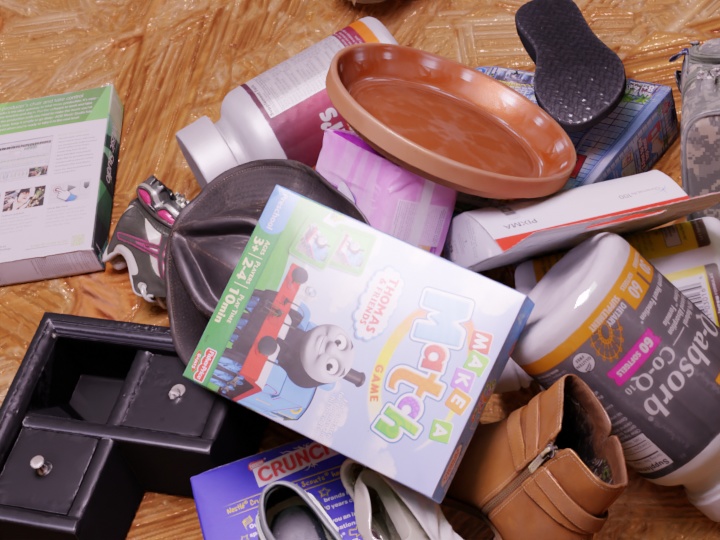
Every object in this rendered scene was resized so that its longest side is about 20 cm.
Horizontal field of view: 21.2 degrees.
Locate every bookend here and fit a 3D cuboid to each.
[{"bbox_3d":[-0.181,0.147,1.482,0.198,0.092,0.201,7,56,22],"label":"bookend"}]

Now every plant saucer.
[{"bbox_3d":[0.066,-0.110,1.451,0.199,0.032,0.201,19,28,-10],"label":"plant saucer"}]

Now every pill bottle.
[{"bbox_3d":[-0.050,-0.126,1.650,0.199,0.110,0.110,-30,50,-8],"label":"pill bottle"},{"bbox_3d":[0.187,0.033,1.448,0.199,0.109,0.110,-13,49,6],"label":"pill bottle"},{"bbox_3d":[0.207,0.077,1.343,0.200,0.116,0.117,41,64,-10],"label":"pill bottle"}]

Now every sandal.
[{"bbox_3d":[0.173,-0.164,1.583,0.075,0.045,0.200,-12,34,1],"label":"sandal"}]

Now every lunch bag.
[{"bbox_3d":[0.344,-0.120,1.513,0.199,0.140,0.168,-3,35,14],"label":"lunch bag"}]

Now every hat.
[{"bbox_3d":[-0.090,0.001,1.416,0.200,0.081,0.202,-9,74,32],"label":"hat"}]

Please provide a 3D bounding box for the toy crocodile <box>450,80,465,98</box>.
[{"bbox_3d":[0.020,-0.086,1.572,0.200,0.067,0.062,-46,43,12],"label":"toy crocodile"}]

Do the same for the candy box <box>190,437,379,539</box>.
[{"bbox_3d":[-0.017,0.218,1.384,0.168,0.077,0.201,-19,52,1],"label":"candy box"}]

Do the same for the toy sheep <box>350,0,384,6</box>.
[{"bbox_3d":[0.017,-0.320,1.777,0.137,0.138,0.200,-1,38,16],"label":"toy sheep"}]

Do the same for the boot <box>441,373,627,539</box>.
[{"bbox_3d":[0.101,0.120,1.318,0.076,0.156,0.201,-3,50,-29],"label":"boot"}]

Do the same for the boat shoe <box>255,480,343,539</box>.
[{"bbox_3d":[-0.025,0.227,1.289,0.073,0.062,0.200,-23,51,-2],"label":"boat shoe"}]

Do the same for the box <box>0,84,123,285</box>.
[{"bbox_3d":[-0.294,-0.076,1.736,0.144,0.036,0.201,-8,52,11],"label":"box"}]

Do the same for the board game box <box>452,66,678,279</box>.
[{"bbox_3d":[0.133,-0.078,1.587,0.199,0.062,0.200,13,57,26],"label":"board game box"}]

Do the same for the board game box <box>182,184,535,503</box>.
[{"bbox_3d":[-0.002,0.048,1.320,0.199,0.037,0.152,24,84,18],"label":"board game box"}]

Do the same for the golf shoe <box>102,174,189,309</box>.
[{"bbox_3d":[-0.138,0.006,1.609,0.088,0.077,0.200,-50,50,2],"label":"golf shoe"}]

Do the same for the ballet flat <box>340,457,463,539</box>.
[{"bbox_3d":[0.038,0.195,1.289,0.069,0.070,0.200,-26,48,-5],"label":"ballet flat"}]

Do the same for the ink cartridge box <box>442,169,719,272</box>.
[{"bbox_3d":[0.160,-0.045,1.405,0.159,0.200,0.048,-12,84,-16],"label":"ink cartridge box"}]

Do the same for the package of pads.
[{"bbox_3d":[0.000,0.000,1.474,0.075,0.201,0.120,7,14,-33],"label":"package of pads"}]
